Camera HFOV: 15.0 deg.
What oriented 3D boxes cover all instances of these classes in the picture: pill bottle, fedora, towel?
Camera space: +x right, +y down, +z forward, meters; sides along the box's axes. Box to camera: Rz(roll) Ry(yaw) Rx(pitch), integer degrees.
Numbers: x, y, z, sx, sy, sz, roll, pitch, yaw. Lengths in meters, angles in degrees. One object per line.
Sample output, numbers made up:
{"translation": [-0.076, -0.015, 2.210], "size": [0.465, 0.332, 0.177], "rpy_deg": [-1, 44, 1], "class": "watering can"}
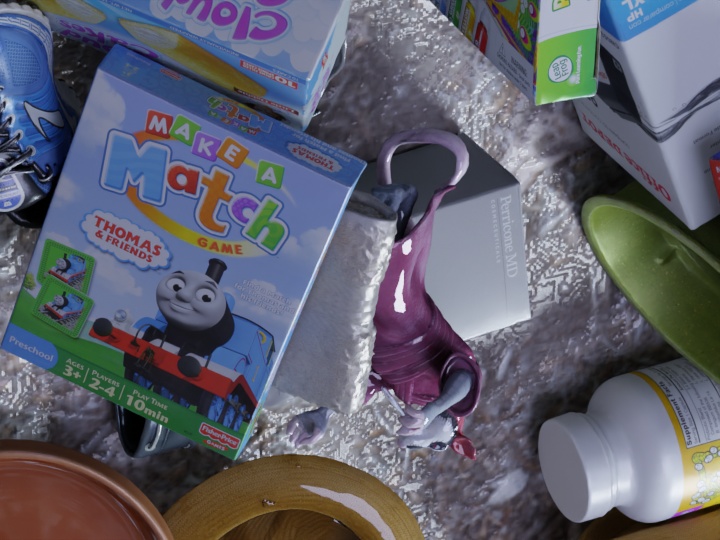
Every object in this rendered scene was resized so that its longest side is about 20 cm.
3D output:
{"translation": [0.226, 0.112, 1.873], "size": [0.200, 0.104, 0.104], "rpy_deg": [-15, 125, -20], "class": "pill bottle"}
{"translation": [0.207, 0.208, 1.897], "size": [0.200, 0.201, 0.082], "rpy_deg": [-16, 99, -19], "class": "fedora"}
{"translation": [-0.076, -0.006, 1.549], "size": [0.034, 0.200, 0.133], "rpy_deg": [-40, 146, -54], "class": "towel"}
{"translation": [-0.052, 0.191, 1.757], "size": [0.200, 0.082, 0.201], "rpy_deg": [-1, 116, -2], "class": "fedora"}

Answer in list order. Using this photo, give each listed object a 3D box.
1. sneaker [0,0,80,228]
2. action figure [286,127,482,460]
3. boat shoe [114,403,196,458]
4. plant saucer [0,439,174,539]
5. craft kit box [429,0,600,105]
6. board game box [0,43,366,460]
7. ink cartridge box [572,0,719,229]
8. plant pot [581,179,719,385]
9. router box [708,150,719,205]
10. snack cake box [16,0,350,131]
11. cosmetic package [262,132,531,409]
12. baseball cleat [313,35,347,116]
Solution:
{"translation": [-0.194, -0.080, 1.481], "size": [0.078, 0.089, 0.200], "rpy_deg": [-12, 157, 9], "class": "sneaker"}
{"translation": [0.020, 0.032, 1.624], "size": [0.149, 0.134, 0.200], "rpy_deg": [-55, 129, -27], "class": "action figure"}
{"translation": [-0.131, 0.035, 1.651], "size": [0.062, 0.073, 0.200], "rpy_deg": [-25, 133, -18], "class": "boat shoe"}
{"translation": [-0.209, 0.190, 1.687], "size": [0.200, 0.032, 0.200], "rpy_deg": [1, 118, 1], "class": "plant saucer"}
{"translation": [0.076, -0.223, 1.519], "size": [0.048, 0.200, 0.198], "rpy_deg": [-10, 123, -22], "class": "craft kit box"}
{"translation": [-0.101, -0.007, 1.501], "size": [0.151, 0.037, 0.200], "rpy_deg": [25, 123, 3], "class": "board game box"}
{"translation": [0.173, -0.146, 1.655], "size": [0.084, 0.145, 0.200], "rpy_deg": [-32, 129, -8], "class": "ink cartridge box"}
{"translation": [0.281, -0.038, 1.772], "size": [0.190, 0.200, 0.200], "rpy_deg": [-44, 131, -12], "class": "plant pot"}
{"translation": [0.313, -0.029, 1.666], "size": [0.200, 0.049, 0.180], "rpy_deg": [-32, 115, -33], "class": "router box"}
{"translation": [-0.107, -0.151, 1.451], "size": [0.200, 0.115, 0.067], "rpy_deg": [22, 77, 2], "class": "snack cake box"}
{"translation": [0.000, 0.000, 1.692], "size": [0.200, 0.090, 0.107], "rpy_deg": [-18, 123, -15], "class": "cosmetic package"}
{"translation": [-0.053, -0.174, 1.540], "size": [0.070, 0.106, 0.200], "rpy_deg": [-38, 136, -20], "class": "baseball cleat"}
